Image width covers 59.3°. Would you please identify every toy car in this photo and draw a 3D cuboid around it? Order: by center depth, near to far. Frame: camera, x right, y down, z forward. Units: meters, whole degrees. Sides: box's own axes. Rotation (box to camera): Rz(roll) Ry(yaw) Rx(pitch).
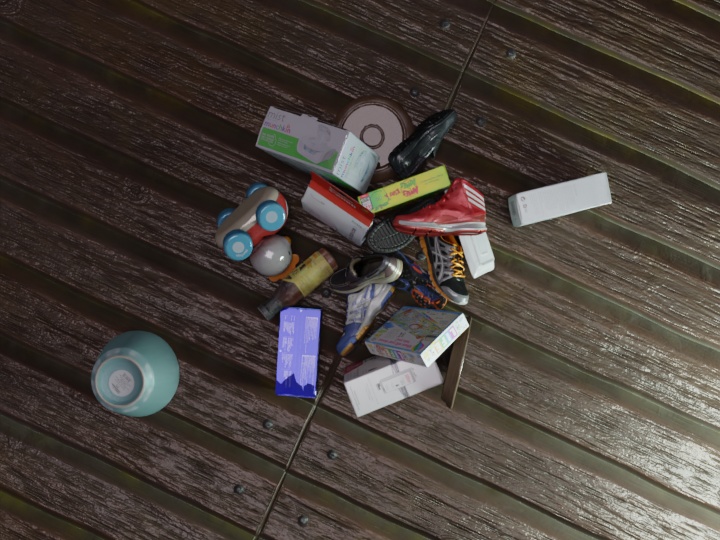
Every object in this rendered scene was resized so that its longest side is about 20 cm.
[{"bbox_3d":[-0.200,-0.065,1.404,0.177,0.184,0.200,-41,118,1],"label":"toy car"}]

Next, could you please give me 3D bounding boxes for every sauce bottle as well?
[{"bbox_3d":[-0.141,0.033,1.408,0.200,0.066,0.066,-40,89,-14],"label":"sauce bottle"}]

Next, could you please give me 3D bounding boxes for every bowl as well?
[{"bbox_3d":[-0.522,0.240,1.428,0.199,0.105,0.203,0,90,2],"label":"bowl"}]

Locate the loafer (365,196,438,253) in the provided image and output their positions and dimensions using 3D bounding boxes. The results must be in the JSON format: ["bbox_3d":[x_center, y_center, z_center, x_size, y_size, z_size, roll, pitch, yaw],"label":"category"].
[{"bbox_3d":[0.091,-0.093,1.392,0.199,0.071,0.073,-28,95,-22],"label":"loafer"}]

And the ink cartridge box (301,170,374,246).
[{"bbox_3d":[-0.051,-0.127,1.356,0.162,0.200,0.057,34,87,2],"label":"ink cartridge box"}]

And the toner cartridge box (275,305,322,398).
[{"bbox_3d":[-0.139,0.184,1.442,0.094,0.043,0.202,4,91,2],"label":"toner cartridge box"}]

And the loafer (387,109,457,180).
[{"bbox_3d":[0.145,-0.283,1.407,0.201,0.068,0.071,-45,120,-16],"label":"loafer"}]

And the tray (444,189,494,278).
[{"bbox_3d":[0.249,-0.090,1.396,0.022,0.107,0.202,-18,90,38],"label":"tray"}]

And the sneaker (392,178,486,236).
[{"bbox_3d":[0.166,-0.134,1.334,0.198,0.078,0.117,2,83,-7],"label":"sneaker"}]

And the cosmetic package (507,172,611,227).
[{"bbox_3d":[0.433,-0.154,1.388,0.198,0.102,0.075,-12,91,4],"label":"cosmetic package"}]

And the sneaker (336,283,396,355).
[{"bbox_3d":[-0.005,0.095,1.428,0.088,0.075,0.201,34,83,9],"label":"sneaker"}]

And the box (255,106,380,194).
[{"bbox_3d":[-0.086,-0.255,1.339,0.199,0.176,0.097,23,92,22],"label":"box"}]

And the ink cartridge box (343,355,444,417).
[{"bbox_3d":[0.069,0.228,1.382,0.198,0.147,0.083,-22,94,2],"label":"ink cartridge box"}]

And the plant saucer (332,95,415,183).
[{"bbox_3d":[0.027,-0.301,1.435,0.198,0.034,0.202,0,90,2],"label":"plant saucer"}]

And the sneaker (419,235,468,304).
[{"bbox_3d":[0.190,-0.019,1.370,0.077,0.078,0.201,-40,58,36],"label":"sneaker"}]

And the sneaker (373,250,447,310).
[{"bbox_3d":[0.110,0.013,1.415,0.200,0.078,0.075,42,107,4],"label":"sneaker"}]

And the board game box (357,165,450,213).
[{"bbox_3d":[0.095,-0.171,1.399,0.198,0.102,0.048,-20,91,2],"label":"board game box"}]

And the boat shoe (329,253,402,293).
[{"bbox_3d":[0.000,0.000,1.376,0.065,0.199,0.072,37,56,-36],"label":"boat shoe"}]

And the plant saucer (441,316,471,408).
[{"bbox_3d":[0.204,0.194,1.352,0.029,0.200,0.202,13,91,10],"label":"plant saucer"}]

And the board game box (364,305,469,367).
[{"bbox_3d":[0.115,0.134,1.336,0.134,0.199,0.034,-39,112,-25],"label":"board game box"}]
